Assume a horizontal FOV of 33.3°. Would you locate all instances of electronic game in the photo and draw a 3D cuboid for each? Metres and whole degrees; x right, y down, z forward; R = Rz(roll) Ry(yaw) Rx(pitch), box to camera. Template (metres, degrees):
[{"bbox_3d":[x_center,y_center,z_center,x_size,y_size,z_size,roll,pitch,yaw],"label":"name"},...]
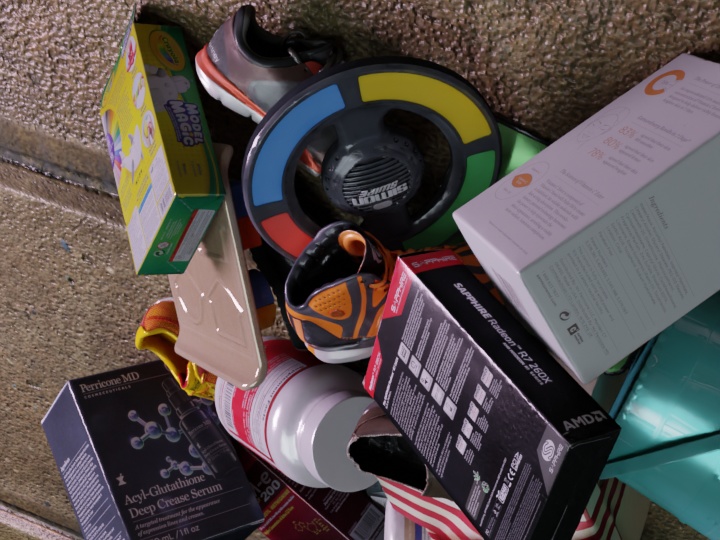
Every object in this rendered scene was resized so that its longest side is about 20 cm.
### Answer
[{"bbox_3d":[0.010,-0.073,0.904,0.199,0.042,0.201,-8,134,-8],"label":"electronic game"}]

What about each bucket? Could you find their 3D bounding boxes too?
[{"bbox_3d":[0.268,0.097,0.895,0.134,0.207,0.208,27,137,12],"label":"bucket"}]

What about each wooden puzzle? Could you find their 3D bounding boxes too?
[{"bbox_3d":[-0.127,-0.013,1.042,0.185,0.046,0.201,15,115,59],"label":"wooden puzzle"}]

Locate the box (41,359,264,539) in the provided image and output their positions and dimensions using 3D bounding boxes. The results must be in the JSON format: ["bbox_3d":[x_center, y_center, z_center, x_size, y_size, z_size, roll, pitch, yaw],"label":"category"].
[{"bbox_3d":[-0.215,0.206,1.239,0.107,0.148,0.201,-48,62,46],"label":"box"}]

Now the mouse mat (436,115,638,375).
[{"bbox_3d":[0.150,-0.018,0.954,0.199,0.008,0.162,26,118,8],"label":"mouse mat"}]

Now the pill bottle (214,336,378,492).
[{"bbox_3d":[-0.050,0.133,1.108,0.113,0.112,0.200,56,162,-24],"label":"pill bottle"}]

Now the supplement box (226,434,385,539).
[{"bbox_3d":[-0.071,0.247,1.304,0.200,0.061,0.109,41,137,2],"label":"supplement box"}]

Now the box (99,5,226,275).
[{"bbox_3d":[-0.170,-0.110,0.993,0.048,0.201,0.117,-3,149,-30],"label":"box"}]

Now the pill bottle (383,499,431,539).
[{"bbox_3d":[0.123,0.279,1.174,0.199,0.111,0.111,3,134,-1],"label":"pill bottle"}]

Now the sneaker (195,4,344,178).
[{"bbox_3d":[-0.032,-0.134,0.941,0.199,0.077,0.082,31,123,-10],"label":"sneaker"}]

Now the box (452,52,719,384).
[{"bbox_3d":[0.182,-0.040,0.793,0.199,0.124,0.098,-35,115,-1],"label":"box"}]

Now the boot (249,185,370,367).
[{"bbox_3d":[0.000,0.000,1.046,0.162,0.074,0.199,0,128,26],"label":"boot"}]

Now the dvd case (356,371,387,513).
[{"bbox_3d":[0.058,0.186,1.219,0.145,0.022,0.201,5,130,26],"label":"dvd case"}]

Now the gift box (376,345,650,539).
[{"bbox_3d":[0.136,0.167,1.036,0.184,0.187,0.201,-11,124,36],"label":"gift box"}]

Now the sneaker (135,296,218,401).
[{"bbox_3d":[-0.143,0.111,1.225,0.199,0.077,0.073,34,136,-5],"label":"sneaker"}]

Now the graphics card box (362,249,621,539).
[{"bbox_3d":[0.082,0.092,0.829,0.200,0.051,0.126,49,136,41],"label":"graphics card box"}]

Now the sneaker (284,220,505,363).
[{"bbox_3d":[0.036,0.006,0.914,0.199,0.078,0.112,-20,144,4],"label":"sneaker"}]

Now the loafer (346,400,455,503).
[{"bbox_3d":[0.074,0.153,0.917,0.199,0.071,0.074,6,111,32],"label":"loafer"}]
